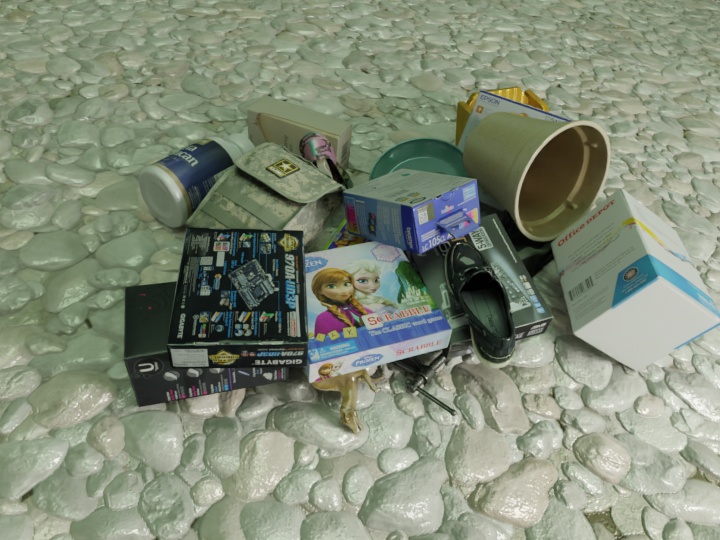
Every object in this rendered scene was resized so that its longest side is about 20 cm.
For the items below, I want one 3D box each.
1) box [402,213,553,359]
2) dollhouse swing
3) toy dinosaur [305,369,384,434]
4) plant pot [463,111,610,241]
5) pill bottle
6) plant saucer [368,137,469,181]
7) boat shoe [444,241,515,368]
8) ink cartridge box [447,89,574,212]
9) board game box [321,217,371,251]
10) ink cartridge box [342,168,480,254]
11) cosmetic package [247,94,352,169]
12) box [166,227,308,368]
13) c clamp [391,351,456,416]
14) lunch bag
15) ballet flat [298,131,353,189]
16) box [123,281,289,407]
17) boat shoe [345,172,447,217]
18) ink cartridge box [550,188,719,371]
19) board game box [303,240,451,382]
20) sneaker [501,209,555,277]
[{"bbox_3d":[0.167,0.018,0.845,0.157,0.050,0.201,-13,56,-9],"label":"box"},{"bbox_3d":[0.326,-0.266,1.163,0.199,0.183,0.176,-15,31,-24],"label":"dollhouse swing"},{"bbox_3d":[-0.033,0.122,0.773,0.101,0.058,0.200,-20,51,-25],"label":"toy dinosaur"},{"bbox_3d":[0.278,-0.179,0.955,0.199,0.202,0.183,-16,36,-24],"label":"plant pot"},{"bbox_3d":[-0.277,-0.169,0.996,0.111,0.112,0.200,30,47,21],"label":"pill bottle"},{"bbox_3d":[0.116,-0.166,1.075,0.198,0.036,0.201,-4,60,7],"label":"plant saucer"},{"bbox_3d":[0.163,0.029,0.766,0.074,0.066,0.201,-5,55,-1],"label":"boat shoe"},{"bbox_3d":[0.283,-0.217,1.083,0.199,0.201,0.041,26,13,17],"label":"ink cartridge box"},{"bbox_3d":[0.000,0.000,0.904,0.134,0.045,0.200,18,42,12],"label":"board game box"},{"bbox_3d":[0.085,-0.092,0.849,0.136,0.077,0.199,-26,26,-31],"label":"ink cartridge box"},{"bbox_3d":[-0.122,-0.265,1.128,0.199,0.104,0.073,19,45,13],"label":"cosmetic package"},{"bbox_3d":[-0.147,0.027,0.706,0.158,0.046,0.201,0,45,-9],"label":"box"},{"bbox_3d":[0.114,0.108,0.838,0.170,0.027,0.200,27,48,26],"label":"c clamp"},{"bbox_3d":[-0.141,-0.099,0.889,0.164,0.118,0.201,33,82,23],"label":"lunch bag"},{"bbox_3d":[-0.057,-0.160,0.990,0.069,0.200,0.072,-13,66,8],"label":"ballet flat"},{"bbox_3d":[-0.201,0.086,0.748,0.198,0.107,0.123,-8,45,-16],"label":"box"},{"bbox_3d":[0.064,-0.137,1.005,0.199,0.073,0.062,-23,53,3],"label":"boat shoe"},{"bbox_3d":[0.407,0.012,0.859,0.145,0.147,0.201,28,40,-20],"label":"ink cartridge box"},{"bbox_3d":[-0.006,0.044,0.786,0.199,0.041,0.200,-11,45,-19],"label":"board game box"},{"bbox_3d":[0.269,-0.044,0.982,0.114,0.077,0.199,34,46,27],"label":"sneaker"}]
